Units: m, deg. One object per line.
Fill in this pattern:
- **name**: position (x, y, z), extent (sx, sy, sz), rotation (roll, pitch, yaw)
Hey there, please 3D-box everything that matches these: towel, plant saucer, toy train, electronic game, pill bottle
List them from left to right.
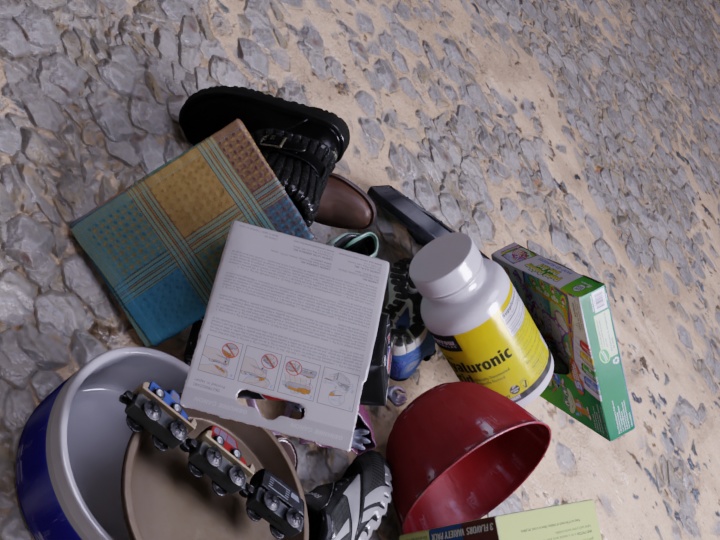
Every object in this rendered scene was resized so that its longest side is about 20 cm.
- **towel**: position (-0.164, -0.037, 1.128), extent (0.148, 0.198, 0.022), rotation (57, -6, 0)
- **plant saucer**: position (-0.125, 0.201, 0.974), extent (0.199, 0.029, 0.203), rotation (31, 43, -33)
- **toy train**: position (-0.120, 0.155, 0.961), extent (0.200, 0.034, 0.046), rotation (42, 35, -22)
- **electronic game**: position (0.091, -0.046, 1.466), extent (0.199, 0.042, 0.200), rotation (36, 6, -5)
- **pill bottle**: position (0.135, 0.058, 1.314), extent (0.201, 0.110, 0.112), rotation (57, 32, -28)

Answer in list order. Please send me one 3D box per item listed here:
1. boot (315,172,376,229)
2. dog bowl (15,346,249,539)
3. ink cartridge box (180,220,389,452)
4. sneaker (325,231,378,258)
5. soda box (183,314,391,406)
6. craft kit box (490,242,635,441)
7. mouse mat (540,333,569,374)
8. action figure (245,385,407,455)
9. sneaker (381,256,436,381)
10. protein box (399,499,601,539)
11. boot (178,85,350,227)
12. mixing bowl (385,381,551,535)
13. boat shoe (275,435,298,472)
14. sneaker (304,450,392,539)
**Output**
- **boot**: position (-0.096, -0.050, 1.255), extent (0.184, 0.065, 0.200), rotation (19, 32, 12)
- **dog bowl**: position (-0.196, 0.175, 1.001), extent (0.199, 0.078, 0.203), rotation (30, 44, -33)
- **ink cartridge box**: position (-0.068, 0.063, 1.053), extent (0.158, 0.050, 0.203), rotation (15, 59, -4)
- **sneaker**: position (0.000, 0.000, 1.331), extent (0.199, 0.118, 0.075), rotation (-14, 73, -55)
- **soda box**: position (-0.069, 0.084, 1.129), extent (0.064, 0.196, 0.071), rotation (84, 12, -45)
- **craft kit box**: position (0.248, 0.084, 1.419), extent (0.048, 0.197, 0.203), rotation (-23, 113, -15)
- **mouse mat**: position (0.172, 0.067, 1.454), extent (0.008, 0.200, 0.161), rotation (-44, 103, -16)
- **action figure**: position (-0.030, 0.121, 1.251), extent (0.201, 0.146, 0.136), rotation (-85, 161, -64)
- **sneaker**: position (0.062, 0.058, 1.402), extent (0.077, 0.090, 0.201), rotation (13, 38, 14)
- **protein box**: position (0.167, 0.364, 1.224), extent (0.197, 0.134, 0.204), rotation (5, 70, -48)
- **boot**: position (-0.124, -0.121, 1.229), extent (0.159, 0.207, 0.080), rotation (-63, 156, -45)
- **mixing bowl**: position (0.102, 0.198, 1.272), extent (0.198, 0.201, 0.109), rotation (5, 39, -48)
- **boat shoe**: position (-0.092, 0.230, 1.090), extent (0.072, 0.072, 0.201), rotation (47, 37, -15)
- **sneaker**: position (-0.026, 0.244, 1.164), extent (0.091, 0.066, 0.201), rotation (47, 39, -18)
